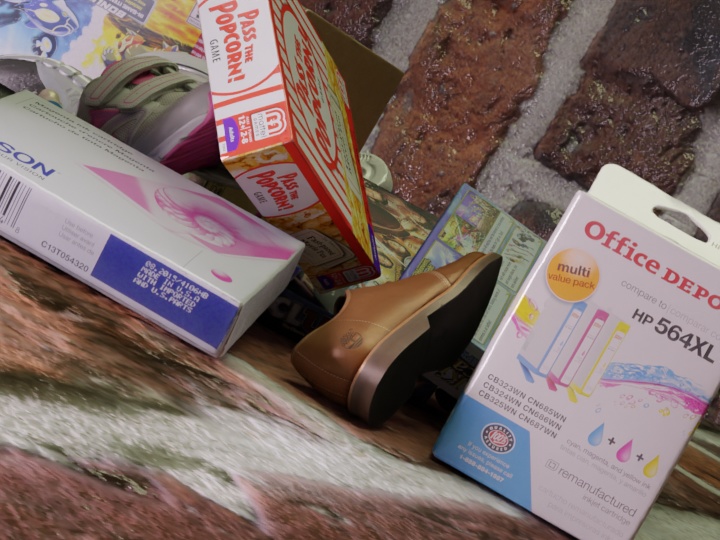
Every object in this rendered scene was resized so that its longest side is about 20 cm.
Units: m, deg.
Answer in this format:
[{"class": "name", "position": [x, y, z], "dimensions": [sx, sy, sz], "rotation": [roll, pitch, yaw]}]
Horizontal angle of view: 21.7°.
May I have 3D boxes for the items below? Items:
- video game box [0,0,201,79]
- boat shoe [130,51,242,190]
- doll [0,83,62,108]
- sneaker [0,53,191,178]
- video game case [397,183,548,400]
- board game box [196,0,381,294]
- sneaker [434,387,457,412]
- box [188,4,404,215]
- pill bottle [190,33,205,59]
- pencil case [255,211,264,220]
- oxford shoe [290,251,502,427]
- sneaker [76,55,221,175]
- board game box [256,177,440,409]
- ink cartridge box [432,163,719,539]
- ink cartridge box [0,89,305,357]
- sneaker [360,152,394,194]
[{"class": "video game box", "position": [-0.237, -0.189, 1.541], "dimensions": [0.199, 0.183, 0.047], "rotation": [28, 7, -8]}, {"class": "boat shoe", "position": [-0.109, -0.097, 1.324], "dimensions": [0.199, 0.072, 0.066], "rotation": [25, 34, 23]}, {"class": "doll", "position": [-0.252, -0.104, 1.251], "dimensions": [0.200, 0.049, 0.136], "rotation": [34, 26, 25]}, {"class": "sneaker", "position": [-0.218, -0.103, 1.391], "dimensions": [0.199, 0.075, 0.115], "rotation": [24, 13, 7]}, {"class": "video game case", "position": [0.111, 0.040, 1.284], "dimensions": [0.181, 0.046, 0.200], "rotation": [36, 28, 1]}, {"class": "board game box", "position": [-0.045, -0.094, 1.162], "dimensions": [0.200, 0.046, 0.152], "rotation": [55, 22, -63]}, {"class": "sneaker", "position": [0.110, 0.079, 1.372], "dimensions": [0.115, 0.076, 0.201], "rotation": [30, 6, -11]}, {"class": "box", "position": [-0.057, -0.091, 1.437], "dimensions": [0.021, 0.201, 0.163], "rotation": [32, 4, 30]}, {"class": "pill bottle", "position": [-0.099, -0.119, 1.487], "dimensions": [0.113, 0.201, 0.113], "rotation": [29, 4, -2]}, {"class": "pencil case", "position": [-0.014, 0.000, 1.481], "dimensions": [0.088, 0.089, 0.200], "rotation": [31, 2, 30]}, {"class": "oxford shoe", "position": [0.027, 0.024, 1.126], "dimensions": [0.071, 0.072, 0.200], "rotation": [25, 27, 21]}, {"class": "sneaker", "position": [-0.142, -0.100, 1.240], "dimensions": [0.081, 0.089, 0.200], "rotation": [-20, 2, -34]}, {"class": "board game box", "position": [0.000, 0.000, 1.312], "dimensions": [0.135, 0.035, 0.200], "rotation": [28, 29, -11]}, {"class": "ink cartridge box", "position": [0.147, 0.047, 1.118], "dimensions": [0.128, 0.201, 0.125], "rotation": [29, 4, 5]}, {"class": "ink cartridge box", "position": [-0.132, -0.038, 1.081], "dimensions": [0.196, 0.043, 0.200], "rotation": [29, 18, 3]}, {"class": "sneaker", "position": [-0.063, -0.026, 1.613], "dimensions": [0.199, 0.147, 0.081], "rotation": [-5, 45, 1]}]
